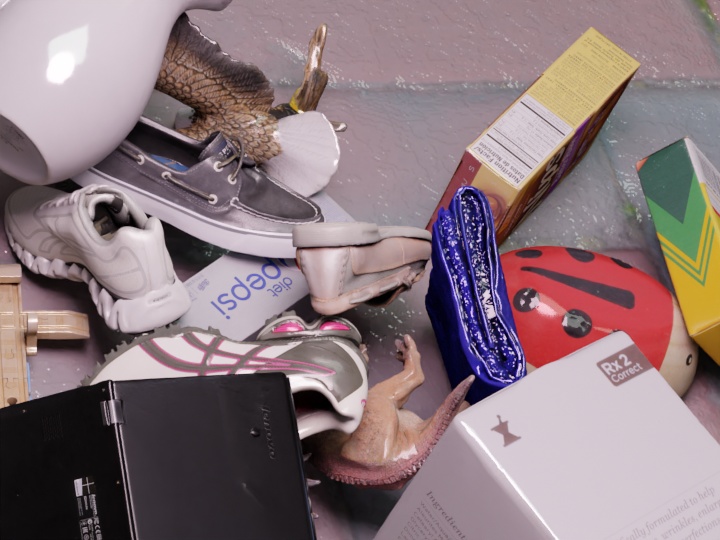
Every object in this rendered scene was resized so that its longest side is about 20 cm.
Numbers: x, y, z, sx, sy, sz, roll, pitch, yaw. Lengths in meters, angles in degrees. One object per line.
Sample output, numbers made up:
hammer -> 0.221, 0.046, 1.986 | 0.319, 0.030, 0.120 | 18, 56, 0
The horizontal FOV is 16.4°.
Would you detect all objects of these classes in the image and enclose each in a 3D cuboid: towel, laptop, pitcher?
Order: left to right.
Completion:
pitcher -> -0.204, -0.174, 1.710 | 0.171, 0.121, 0.200 | 42, 64, -11
laptop -> -0.142, 0.172, 1.584 | 0.116, 0.199, 0.188 | 21, 57, -65
towel -> 0.078, 0.043, 1.754 | 0.049, 0.200, 0.149 | -10, 70, -2

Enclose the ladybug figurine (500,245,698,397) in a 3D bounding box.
ladybug figurine -> 0.170, 0.037, 1.896 | 0.199, 0.072, 0.136 | 14, 49, -13

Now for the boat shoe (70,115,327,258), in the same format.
boat shoe -> -0.113, -0.071, 1.778 | 0.199, 0.067, 0.070 | 22, 34, 4

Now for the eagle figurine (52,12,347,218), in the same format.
eagle figurine -> -0.122, -0.112, 1.856 | 0.199, 0.151, 0.153 | 7, 58, -31

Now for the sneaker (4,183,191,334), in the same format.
sneaker -> -0.188, -0.029, 1.746 | 0.075, 0.081, 0.200 | -27, 35, -28

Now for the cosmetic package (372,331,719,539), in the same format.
cosmetic package -> 0.132, 0.181, 1.675 | 0.164, 0.200, 0.165 | -25, 67, -36

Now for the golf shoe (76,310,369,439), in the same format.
golf shoe -> -0.092, 0.082, 1.654 | 0.199, 0.078, 0.088 | -12, 38, 0

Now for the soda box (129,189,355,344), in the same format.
soda box -> -0.078, 0.024, 1.800 | 0.063, 0.068, 0.200 | 42, 48, 15

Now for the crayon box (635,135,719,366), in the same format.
crayon box -> 0.282, 0.011, 1.938 | 0.127, 0.051, 0.201 | 41, 28, -49

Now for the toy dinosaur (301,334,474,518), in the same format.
toy dinosaur -> -0.004, 0.121, 1.707 | 0.136, 0.199, 0.086 | -53, 125, -40

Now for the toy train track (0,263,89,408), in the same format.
toy train track -> -0.238, 0.057, 1.699 | 0.114, 0.033, 0.201 | -1, 42, -11

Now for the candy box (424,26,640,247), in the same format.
candy box -> 0.132, -0.092, 1.955 | 0.056, 0.117, 0.200 | 38, 49, 10

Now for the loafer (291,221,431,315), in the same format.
loafer -> 0.000, 0.000, 1.738 | 0.071, 0.200, 0.063 | -3, 88, 18
